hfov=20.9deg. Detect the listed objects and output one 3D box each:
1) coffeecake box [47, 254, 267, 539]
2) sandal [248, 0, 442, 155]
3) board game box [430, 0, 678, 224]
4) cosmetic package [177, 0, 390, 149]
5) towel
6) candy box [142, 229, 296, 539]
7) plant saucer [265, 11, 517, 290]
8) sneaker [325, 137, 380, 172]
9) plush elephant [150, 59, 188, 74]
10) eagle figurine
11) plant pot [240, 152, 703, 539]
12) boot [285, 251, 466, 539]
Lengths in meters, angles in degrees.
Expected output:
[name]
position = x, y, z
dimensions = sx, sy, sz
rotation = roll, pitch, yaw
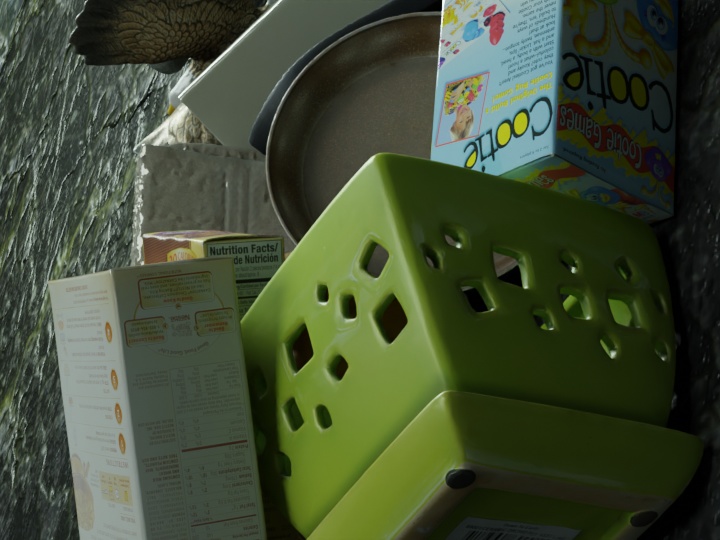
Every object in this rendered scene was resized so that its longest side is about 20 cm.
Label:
[coffeecake box]
position = -0.114, 0.098, 1.092
dimensions = 0.153, 0.073, 0.200
rotation = 174, 90, -68
[sandal]
position = 0.009, -0.141, 1.311
dimensions = 0.200, 0.043, 0.076
rotation = -37, -13, -19
[board game box]
position = 0.116, -0.125, 1.147
dimensions = 0.105, 0.103, 0.200
rotation = -20, 56, 46
[cosmetic package]
position = -0.034, -0.171, 1.407
dimensions = 0.200, 0.073, 0.104
rotation = -44, 8, 6
[towel]
position = -0.095, 0.010, 1.336
dimensions = 0.034, 0.132, 0.200
rotation = 117, 158, -74
[candy box]
position = -0.088, 0.076, 1.194
dimensions = 0.117, 0.056, 0.200
rotation = -175, 83, -66
[plant saucer]
position = 0.041, -0.070, 1.229
dimensions = 0.032, 0.200, 0.200
rotation = 67, -153, -65
[sneaker]
position = 0.000, 0.000, 1.325
dimensions = 0.082, 0.070, 0.200
rotation = -124, 35, -70
[plush elephant]
position = -0.178, -0.318, 1.803
dimensions = 0.200, 0.165, 0.155
rotation = -43, 43, -3
[eagle figurine]
position = -0.120, -0.169, 1.564
dimensions = 0.200, 0.152, 0.151
rotation = -32, -42, -63
[plant pot]
position = 0.057, 0.080, 1.059
dimensions = 0.199, 0.200, 0.182
rotation = -51, 39, 37
[boot]
position = 0.008, 0.073, 1.239
dimensions = 0.071, 0.144, 0.201
rotation = 67, -166, -81
